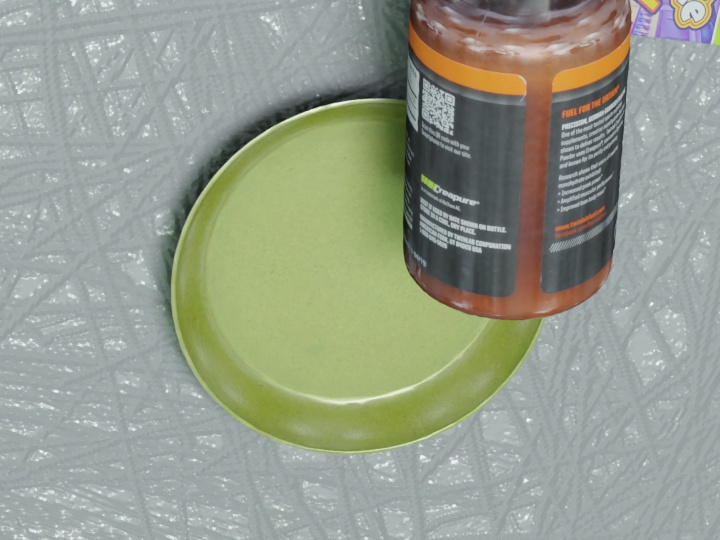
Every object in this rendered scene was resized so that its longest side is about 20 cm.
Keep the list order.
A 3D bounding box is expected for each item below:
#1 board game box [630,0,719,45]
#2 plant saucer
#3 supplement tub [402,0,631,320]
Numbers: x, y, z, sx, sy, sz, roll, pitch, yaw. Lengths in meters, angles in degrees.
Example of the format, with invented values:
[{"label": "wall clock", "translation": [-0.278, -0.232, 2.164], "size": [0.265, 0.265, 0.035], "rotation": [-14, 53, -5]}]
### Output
[{"label": "board game box", "translation": [0.129, -0.216, 1.404], "size": [0.134, 0.045, 0.201], "rotation": [5, 114, -12]}, {"label": "plant saucer", "translation": [0.000, 0.000, 1.493], "size": [0.199, 0.031, 0.201], "rotation": [-4, 115, -9]}, {"label": "supplement tub", "translation": [0.074, -0.083, 1.376], "size": [0.107, 0.107, 0.201], "rotation": [-4, 126, -8]}]
